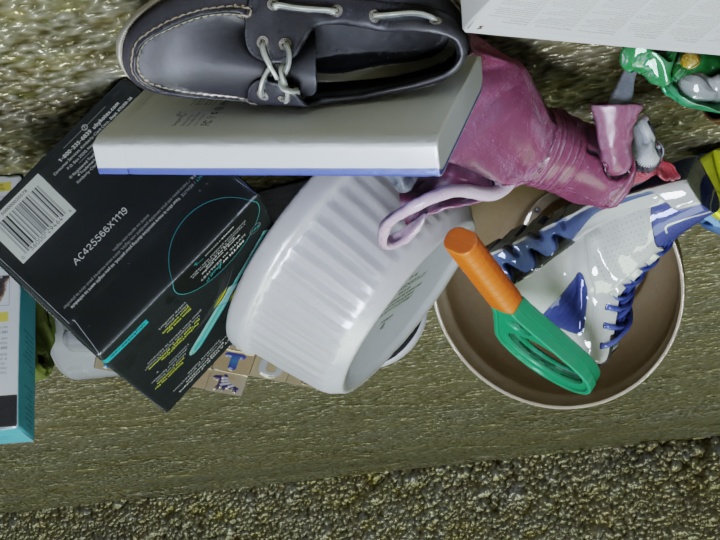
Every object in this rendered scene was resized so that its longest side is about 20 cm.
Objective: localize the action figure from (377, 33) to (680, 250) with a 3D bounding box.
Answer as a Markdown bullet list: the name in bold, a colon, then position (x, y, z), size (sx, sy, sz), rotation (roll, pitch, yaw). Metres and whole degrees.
- **action figure**: position (0.122, -0.079, 0.890), size (0.199, 0.150, 0.134), rotation (15, 154, -15)

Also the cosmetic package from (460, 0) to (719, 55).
- **cosmetic package**: position (0.160, -0.162, 0.754), size (0.199, 0.051, 0.083), rotation (2, 161, -21)

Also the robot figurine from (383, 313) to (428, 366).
- **robot figurine**: position (-0.011, 0.019, 1.234), size (0.149, 0.126, 0.200), rotation (1, 167, 18)

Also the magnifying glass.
- **magnifying glass**: position (0.109, 0.030, 0.941), size (0.079, 0.022, 0.200), rotation (25, 166, 40)

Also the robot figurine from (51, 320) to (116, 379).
- **robot figurine**: position (-0.214, 0.039, 1.262), size (0.199, 0.114, 0.170), rotation (-7, -162, 10)

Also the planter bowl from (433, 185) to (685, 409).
- **planter bowl**: position (0.170, -0.004, 1.118), size (0.199, 0.202, 0.135), rotation (-10, -170, 21)

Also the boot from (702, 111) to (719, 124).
- **boot**: position (0.374, -0.119, 0.995), size (0.187, 0.069, 0.199), rotation (-7, 159, 40)

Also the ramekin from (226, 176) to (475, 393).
- **ramekin**: position (0.000, 0.000, 1.001), size (0.094, 0.203, 0.202), rotation (38, 170, 12)

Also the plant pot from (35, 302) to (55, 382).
- **plant pot**: position (-0.363, 0.049, 1.147), size (0.189, 0.201, 0.200), rotation (-13, 164, 1)

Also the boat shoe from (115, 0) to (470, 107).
- **boat shoe**: position (-0.036, -0.125, 0.760), size (0.199, 0.063, 0.073), rotation (-6, 122, -8)

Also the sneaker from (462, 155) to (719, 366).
- **sneaker**: position (0.182, 0.002, 1.004), size (0.199, 0.116, 0.081), rotation (-25, -171, 33)

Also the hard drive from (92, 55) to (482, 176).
- **hard drive**: position (-0.038, -0.091, 0.801), size (0.199, 0.026, 0.132), rotation (1, -151, 16)

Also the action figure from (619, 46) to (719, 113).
- **action figure**: position (0.256, -0.124, 0.856), size (0.199, 0.119, 0.055), rotation (3, 131, -12)

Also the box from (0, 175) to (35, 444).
- **box**: position (-0.292, 0.031, 1.044), size (0.082, 0.201, 0.049), rotation (-4, 161, 2)

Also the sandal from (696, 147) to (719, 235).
- **sandal**: position (0.319, -0.051, 1.157), size (0.087, 0.080, 0.199), rotation (-13, 161, 43)

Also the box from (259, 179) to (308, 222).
- **box**: position (-0.094, -0.039, 1.153), size (0.199, 0.042, 0.039), rotation (-13, 162, 27)

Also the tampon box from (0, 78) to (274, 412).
- **tampon box**: position (-0.150, -0.010, 0.966), size (0.150, 0.126, 0.200), rotation (-46, 166, -8)

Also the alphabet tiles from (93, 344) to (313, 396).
- **alphabet tiles**: position (-0.117, 0.054, 1.154), size (0.199, 0.008, 0.168), rotation (12, 139, -10)
